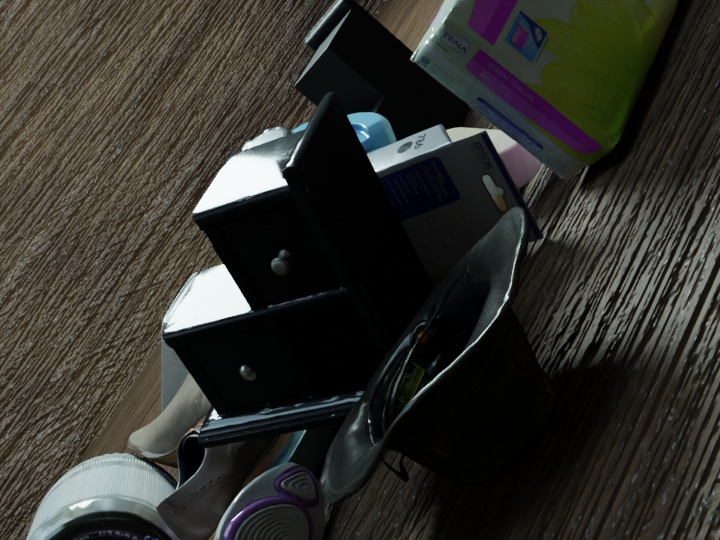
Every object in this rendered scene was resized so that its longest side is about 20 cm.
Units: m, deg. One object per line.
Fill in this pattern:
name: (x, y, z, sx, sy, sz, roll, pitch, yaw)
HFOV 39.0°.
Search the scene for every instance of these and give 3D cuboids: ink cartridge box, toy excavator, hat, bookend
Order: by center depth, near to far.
hat: (0.058, 0.067, 0.561, 0.202, 0.080, 0.201, -53, 3, 4)
bookend: (-0.067, 0.009, 0.721, 0.195, 0.202, 0.093, -13, 31, 26)
ink cartridge box: (0.028, -0.040, 0.752, 0.197, 0.100, 0.040, -17, 32, 28)
toy excavator: (0.023, -0.084, 0.832, 0.198, 0.101, 0.195, -32, 32, -8)
bookend: (0.002, -0.169, 1.140, 0.092, 0.198, 0.202, -37, 20, 45)

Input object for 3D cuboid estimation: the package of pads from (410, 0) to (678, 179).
package of pads: (0.144, -0.183, 0.732, 0.202, 0.153, 0.068, -62, 12, -29)

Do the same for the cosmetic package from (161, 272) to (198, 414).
cosmetic package: (-0.170, 0.116, 1.117, 0.102, 0.073, 0.203, -65, -13, -55)

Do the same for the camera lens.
camera lens: (-0.226, 0.264, 0.925, 0.161, 0.159, 0.200, -54, 12, -2)

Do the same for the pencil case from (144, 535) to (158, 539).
pencil case: (-0.179, 0.310, 0.788, 0.202, 0.090, 0.094, -57, 3, 0)

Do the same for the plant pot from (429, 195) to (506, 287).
plant pot: (0.041, -0.047, 0.869, 0.197, 0.028, 0.202, -27, 32, 18)

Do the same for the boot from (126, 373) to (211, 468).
boot: (-0.154, 0.122, 0.990, 0.198, 0.070, 0.149, 4, 76, 50)

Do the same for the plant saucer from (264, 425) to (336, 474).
plant saucer: (-0.074, 0.168, 0.900, 0.201, 0.036, 0.201, -51, 13, 16)

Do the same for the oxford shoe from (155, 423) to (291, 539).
oxford shoe: (-0.103, 0.138, 0.831, 0.071, 0.072, 0.201, -46, 13, 33)

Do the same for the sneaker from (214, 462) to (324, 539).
sneaker: (-0.095, 0.227, 0.720, 0.202, 0.074, 0.099, -60, 14, -26)
